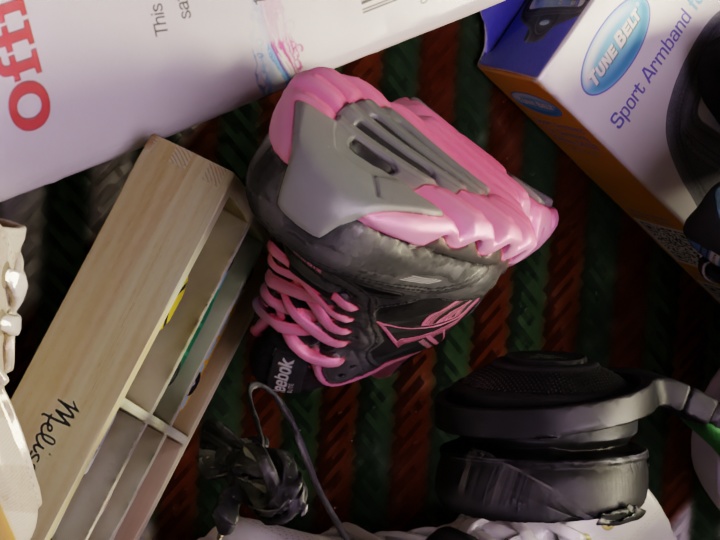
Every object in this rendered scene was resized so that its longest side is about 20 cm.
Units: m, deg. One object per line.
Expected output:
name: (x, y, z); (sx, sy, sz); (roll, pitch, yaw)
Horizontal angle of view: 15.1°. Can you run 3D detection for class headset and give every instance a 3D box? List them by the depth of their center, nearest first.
headset: (0.046, 0.081, 0.781); (0.199, 0.094, 0.124); (20, 88, -18)

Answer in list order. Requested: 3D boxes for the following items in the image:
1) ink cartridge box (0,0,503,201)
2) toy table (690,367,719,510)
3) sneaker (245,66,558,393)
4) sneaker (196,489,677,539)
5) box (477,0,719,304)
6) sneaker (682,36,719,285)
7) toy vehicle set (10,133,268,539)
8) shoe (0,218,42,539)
ink cartridge box: (-0.055, -0.124, 0.760); (0.199, 0.084, 0.146); (-24, 113, -27)
toy table: (0.220, 0.084, 0.943); (0.199, 0.117, 0.185); (0, 127, -31)
sneaker: (0.000, 0.000, 0.786); (0.096, 0.079, 0.200); (-50, 169, 7)
sneaker: (0.030, 0.092, 0.880); (0.200, 0.073, 0.116); (34, 80, -44)
box: (0.126, -0.070, 0.919); (0.200, 0.041, 0.119); (41, 79, -35)
sneaker: (0.141, 0.008, 0.847); (0.089, 0.079, 0.201); (6, 55, -13)
toy vehicle set: (-0.084, 0.066, 0.772); (0.026, 0.124, 0.201); (27, 86, 9)
shoe: (-0.108, -0.023, 0.664); (0.053, 0.070, 0.201); (-19, 102, -14)
